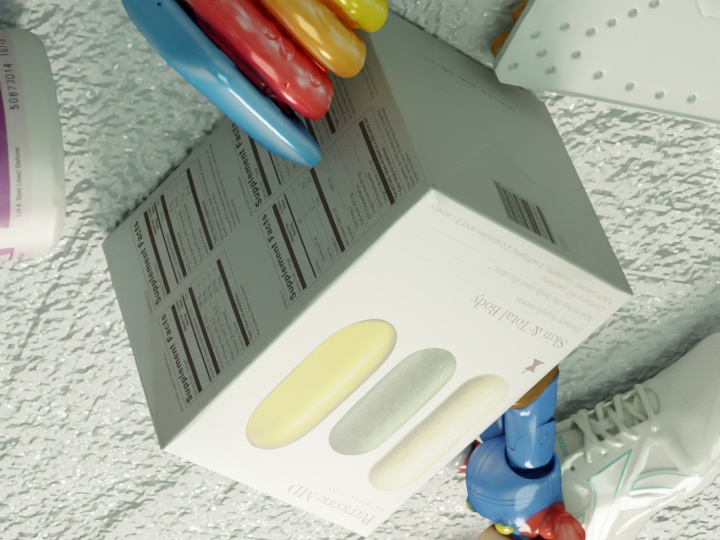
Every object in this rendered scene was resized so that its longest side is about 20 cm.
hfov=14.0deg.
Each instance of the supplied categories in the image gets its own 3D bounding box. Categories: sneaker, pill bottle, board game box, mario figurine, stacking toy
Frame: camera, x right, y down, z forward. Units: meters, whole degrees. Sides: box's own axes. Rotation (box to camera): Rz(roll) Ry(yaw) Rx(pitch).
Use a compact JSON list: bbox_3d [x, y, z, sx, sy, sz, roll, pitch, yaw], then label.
[{"bbox_3d":[0.152,0.107,1.710,0.080,0.071,0.200,27,119,-27],"label":"sneaker"},{"bbox_3d":[-0.244,-0.052,1.371,0.199,0.112,0.113,-6,135,-16],"label":"pill bottle"},{"bbox_3d":[0.190,-0.162,1.485,0.199,0.026,0.200,9,129,-28],"label":"board game box"},{"bbox_3d":[0.077,0.138,1.648,0.106,0.124,0.201,-8,113,8],"label":"mario figurine"},{"bbox_3d":[-0.007,-0.158,1.379,0.200,0.116,0.110,-45,140,5],"label":"stacking toy"}]

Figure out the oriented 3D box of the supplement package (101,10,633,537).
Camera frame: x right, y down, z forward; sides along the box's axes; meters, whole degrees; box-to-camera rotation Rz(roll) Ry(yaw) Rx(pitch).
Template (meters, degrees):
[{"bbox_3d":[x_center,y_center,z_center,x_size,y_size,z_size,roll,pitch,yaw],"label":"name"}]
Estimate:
[{"bbox_3d":[0.000,0.000,1.485,0.152,0.151,0.200,27,120,-39],"label":"supplement package"}]
